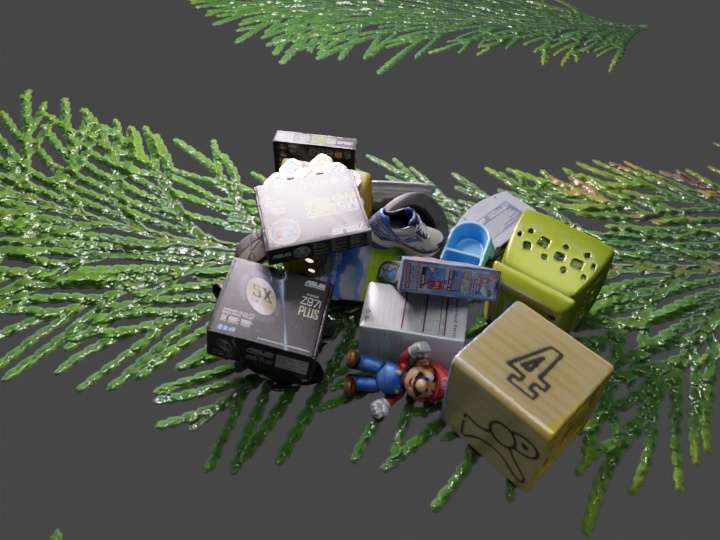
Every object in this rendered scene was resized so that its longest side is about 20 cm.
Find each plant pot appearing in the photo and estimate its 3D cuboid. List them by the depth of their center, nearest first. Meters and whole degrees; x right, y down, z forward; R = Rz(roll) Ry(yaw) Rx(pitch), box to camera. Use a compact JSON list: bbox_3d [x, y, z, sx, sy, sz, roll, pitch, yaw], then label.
[{"bbox_3d":[0.359,0.034,1.279,0.198,0.201,0.182,29,58,23],"label":"plant pot"},{"bbox_3d":[-0.087,-0.094,1.391,0.196,0.201,0.179,10,61,8],"label":"plant pot"}]

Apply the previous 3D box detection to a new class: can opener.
[{"bbox_3d":[-0.142,0.099,1.280,0.196,0.068,0.054,11,46,8],"label":"can opener"}]

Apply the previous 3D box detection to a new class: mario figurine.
[{"bbox_3d":[0.069,0.196,1.161,0.196,0.125,0.107,5,41,3],"label":"mario figurine"}]

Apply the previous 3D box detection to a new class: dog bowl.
[{"bbox_3d":[0.225,-0.025,1.399,0.110,0.050,0.202,15,58,19],"label":"dog bowl"}]

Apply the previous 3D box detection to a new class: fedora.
[{"bbox_3d":[0.088,-0.077,1.407,0.201,0.177,0.090,-51,27,-5],"label":"fedora"}]

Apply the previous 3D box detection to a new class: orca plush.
[{"bbox_3d":[-0.164,0.157,1.221,0.198,0.072,0.105,26,51,21],"label":"orca plush"}]

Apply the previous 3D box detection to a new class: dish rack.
[{"bbox_3d":[0.086,-0.168,1.488,0.168,0.200,0.044,2,88,1],"label":"dish rack"}]

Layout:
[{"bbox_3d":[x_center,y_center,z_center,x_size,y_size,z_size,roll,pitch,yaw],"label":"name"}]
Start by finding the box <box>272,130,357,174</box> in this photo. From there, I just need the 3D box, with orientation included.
[{"bbox_3d":[-0.107,-0.247,1.547,0.196,0.162,0.045,8,44,4],"label":"box"}]

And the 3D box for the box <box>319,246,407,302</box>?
[{"bbox_3d":[0.000,0.000,1.295,0.197,0.124,0.047,9,4,-31],"label":"box"}]

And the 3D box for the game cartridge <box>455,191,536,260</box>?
[{"bbox_3d":[0.320,-0.112,1.522,0.199,0.042,0.133,-33,52,-29],"label":"game cartridge"}]

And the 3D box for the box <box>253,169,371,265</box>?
[{"bbox_3d":[-0.092,-0.104,1.212,0.196,0.045,0.162,-11,54,-8],"label":"box"}]

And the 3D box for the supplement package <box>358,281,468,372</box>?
[{"bbox_3d":[0.101,0.116,1.239,0.196,0.118,0.118,9,45,6],"label":"supplement package"}]

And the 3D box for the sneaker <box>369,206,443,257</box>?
[{"bbox_3d":[0.100,-0.080,1.292,0.197,0.086,0.078,5,47,-35],"label":"sneaker"}]

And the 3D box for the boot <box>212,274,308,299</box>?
[{"bbox_3d":[-0.189,0.051,1.295,0.196,0.069,0.131,11,21,19],"label":"boot"}]

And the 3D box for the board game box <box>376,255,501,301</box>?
[{"bbox_3d":[0.127,0.007,1.228,0.197,0.063,0.199,6,5,-33],"label":"board game box"}]

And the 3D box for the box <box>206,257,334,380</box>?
[{"bbox_3d":[-0.162,0.087,1.170,0.196,0.087,0.166,15,52,-2],"label":"box"}]

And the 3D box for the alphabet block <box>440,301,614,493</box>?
[{"bbox_3d":[0.278,0.214,1.102,0.195,0.197,0.199,-35,57,-28],"label":"alphabet block"}]

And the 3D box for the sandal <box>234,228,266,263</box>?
[{"bbox_3d":[-0.154,-0.059,1.265,0.198,0.055,0.082,-34,63,-19],"label":"sandal"}]

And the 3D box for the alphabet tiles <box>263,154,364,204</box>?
[{"bbox_3d":[-0.095,-0.151,1.292,0.198,0.015,0.196,31,61,20],"label":"alphabet tiles"}]
